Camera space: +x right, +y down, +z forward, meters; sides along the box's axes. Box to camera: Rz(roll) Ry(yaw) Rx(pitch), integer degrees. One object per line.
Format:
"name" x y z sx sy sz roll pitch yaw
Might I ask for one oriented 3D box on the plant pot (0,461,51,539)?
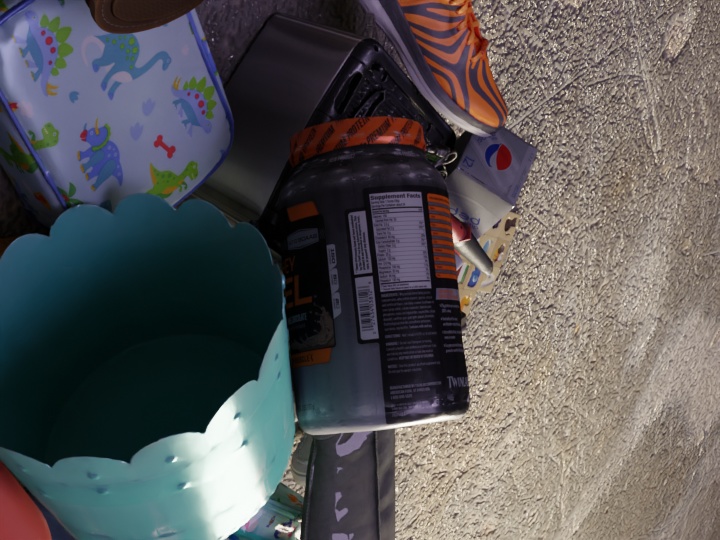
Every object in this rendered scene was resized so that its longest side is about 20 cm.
"plant pot" -0.305 0.139 0.634 0.200 0.199 0.180 -37 127 -32

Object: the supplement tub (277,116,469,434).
"supplement tub" 0.007 0.005 0.746 0.122 0.121 0.204 3 79 -53

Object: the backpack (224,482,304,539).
"backpack" -0.137 0.227 0.903 0.199 0.176 0.153 21 88 -50

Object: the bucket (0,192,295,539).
"bucket" -0.135 0.068 0.676 0.207 0.206 0.136 -43 147 -27

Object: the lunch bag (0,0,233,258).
"lunch bag" -0.172 -0.123 0.720 0.161 0.082 0.202 -45 141 -24

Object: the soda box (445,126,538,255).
"soda box" 0.084 -0.060 1.006 0.069 0.063 0.200 -63 -172 -28

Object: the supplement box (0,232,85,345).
"supplement box" -0.224 0.015 0.753 0.198 0.066 0.070 -15 123 -47

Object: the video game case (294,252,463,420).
"video game case" -0.005 0.070 1.006 0.182 0.022 0.200 -45 -178 -26

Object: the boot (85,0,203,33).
"boot" -0.129 -0.243 0.637 0.201 0.155 0.077 -49 175 -21

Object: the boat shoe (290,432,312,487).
"boat shoe" -0.010 0.130 1.113 0.201 0.069 0.072 -47 132 -29

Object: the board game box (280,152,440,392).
"board game box" 0.000 0.000 0.869 0.199 0.023 0.106 -39 138 -32

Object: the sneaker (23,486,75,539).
"sneaker" -0.251 0.189 0.791 0.196 0.086 0.075 -5 158 -9

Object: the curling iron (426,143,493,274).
"curling iron" 0.084 -0.042 0.911 0.050 0.025 0.200 -53 146 -10

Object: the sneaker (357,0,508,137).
"sneaker" 0.080 -0.203 0.858 0.200 0.111 0.078 47 31 -22

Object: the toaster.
"toaster" -0.033 -0.090 0.891 0.183 0.118 0.200 -61 146 -5

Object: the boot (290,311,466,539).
"boot" 0.018 0.142 0.876 0.180 0.072 0.204 -18 110 -30

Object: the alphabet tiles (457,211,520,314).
"alphabet tiles" 0.116 -0.031 1.222 0.199 0.006 0.169 10 102 -54
